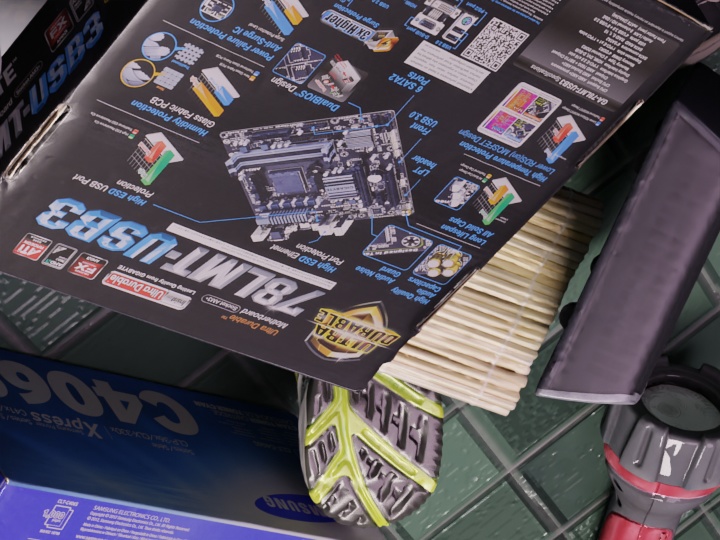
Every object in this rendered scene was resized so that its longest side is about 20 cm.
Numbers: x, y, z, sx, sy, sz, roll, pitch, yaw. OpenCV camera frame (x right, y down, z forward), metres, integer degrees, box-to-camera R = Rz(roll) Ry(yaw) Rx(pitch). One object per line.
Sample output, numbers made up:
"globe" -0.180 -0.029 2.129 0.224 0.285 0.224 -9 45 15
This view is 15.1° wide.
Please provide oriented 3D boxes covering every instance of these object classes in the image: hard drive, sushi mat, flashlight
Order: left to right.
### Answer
"sushi mat" -0.011 -0.016 1.044 0.200 0.012 0.096 20 101 -18
"flashlight" 0.130 0.137 1.301 0.068 0.068 0.200 -8 129 -30
"hard drive" 0.119 -0.014 1.079 0.135 0.042 0.200 -65 175 10

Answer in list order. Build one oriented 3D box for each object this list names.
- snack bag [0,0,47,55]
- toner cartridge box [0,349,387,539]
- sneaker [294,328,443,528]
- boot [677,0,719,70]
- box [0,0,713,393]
"snack bag" -0.055 -0.164 0.948 0.200 0.021 0.189 -16 134 -22
"toner cartridge box" -0.089 0.085 1.088 0.200 0.095 0.043 15 117 -42
"sneaker" 0.000 0.000 1.099 0.075 0.076 0.201 4 107 -13
"boot" 0.150 -0.163 1.026 0.203 0.074 0.154 -25 152 -23
"box" -0.014 -0.059 0.921 0.200 0.050 0.199 21 124 -40
